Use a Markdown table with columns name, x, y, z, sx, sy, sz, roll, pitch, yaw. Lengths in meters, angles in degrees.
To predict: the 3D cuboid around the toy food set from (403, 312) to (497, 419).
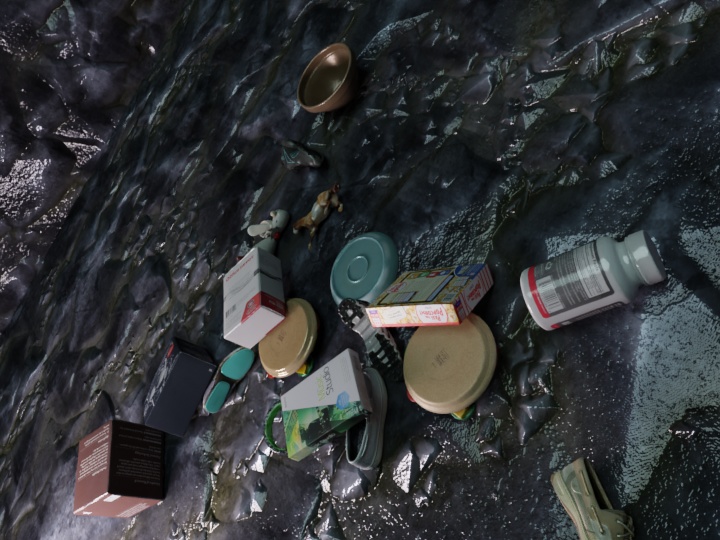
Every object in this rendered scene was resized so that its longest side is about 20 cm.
| name | x | y | z | sx | sy | sz | roll | pitch | yaw |
| --- | --- | --- | --- | --- | --- | --- | --- | --- | --- |
| toy food set | 0.160 | 0.167 | 1.119 | 0.200 | 0.049 | 0.198 | 31 | 90 | 45 |

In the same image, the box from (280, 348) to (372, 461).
| name | x | y | z | sx | sy | sz | roll | pitch | yaw |
| --- | --- | --- | --- | --- | --- | --- | --- | --- | --- |
| box | -0.073 | 0.266 | 1.209 | 0.200 | 0.036 | 0.145 | -39 | 42 | 21 |

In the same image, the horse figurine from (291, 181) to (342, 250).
| name | x | y | z | sx | sy | sz | roll | pitch | yaw |
| --- | --- | --- | --- | --- | --- | --- | --- | --- | --- |
| horse figurine | -0.100 | -0.145 | 1.526 | 0.200 | 0.050 | 0.133 | -52 | 26 | 22 |

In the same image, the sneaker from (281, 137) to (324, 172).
| name | x | y | z | sx | sy | sz | roll | pitch | yaw |
| --- | --- | --- | --- | --- | --- | --- | --- | --- | --- |
| sneaker | -0.162 | -0.304 | 1.671 | 0.200 | 0.075 | 0.080 | 37 | 110 | 53 |

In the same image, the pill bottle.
| name | x | y | z | sx | sy | sz | roll | pitch | yaw |
| --- | --- | --- | --- | --- | --- | --- | --- | --- | --- |
| pill bottle | 0.368 | 0.013 | 0.968 | 0.200 | 0.111 | 0.111 | -26 | 54 | 32 |

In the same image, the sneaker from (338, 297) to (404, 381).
| name | x | y | z | sx | sy | sz | roll | pitch | yaw |
| --- | --- | --- | --- | --- | --- | --- | --- | --- | --- |
| sneaker | 0.041 | 0.134 | 1.248 | 0.066 | 0.090 | 0.200 | -47 | 70 | 27 |

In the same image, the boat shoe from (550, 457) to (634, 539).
| name | x | y | z | sx | sy | sz | roll | pitch | yaw |
| --- | --- | --- | --- | --- | --- | --- | --- | --- | --- |
| boat shoe | 0.343 | 0.358 | 0.849 | 0.065 | 0.072 | 0.200 | -44 | 40 | 19 |

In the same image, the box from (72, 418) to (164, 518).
| name | x | y | z | sx | sy | sz | roll | pitch | yaw |
| --- | --- | --- | --- | --- | --- | --- | --- | --- | --- |
| box | -0.638 | 0.528 | 1.619 | 0.166 | 0.164 | 0.201 | -32 | 51 | 27 |

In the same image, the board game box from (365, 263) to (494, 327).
| name | x | y | z | sx | sy | sz | roll | pitch | yaw |
| --- | --- | --- | --- | --- | --- | --- | --- | --- | --- |
| board game box | 0.131 | 0.048 | 1.159 | 0.199 | 0.046 | 0.151 | -6 | 24 | 42 |

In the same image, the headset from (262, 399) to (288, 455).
| name | x | y | z | sx | sy | sz | roll | pitch | yaw |
| --- | --- | --- | --- | --- | --- | --- | --- | --- | --- |
| headset | -0.124 | 0.316 | 1.292 | 0.199 | 0.094 | 0.124 | -20 | 56 | 16 |

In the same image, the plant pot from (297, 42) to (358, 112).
| name | x | y | z | sx | sy | sz | roll | pitch | yaw |
| --- | --- | --- | --- | --- | --- | --- | --- | --- | --- |
| plant pot | -0.072 | -0.507 | 1.660 | 0.200 | 0.093 | 0.202 | -22 | 55 | 35 |

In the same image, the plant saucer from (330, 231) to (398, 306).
| name | x | y | z | sx | sy | sz | roll | pitch | yaw |
| --- | --- | --- | --- | --- | --- | --- | --- | --- | --- |
| plant saucer | 0.000 | 0.000 | 1.385 | 0.200 | 0.027 | 0.201 | -22 | 55 | 35 |

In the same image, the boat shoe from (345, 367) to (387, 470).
| name | x | y | z | sx | sy | sz | roll | pitch | yaw |
| --- | --- | --- | --- | --- | --- | --- | --- | --- | --- |
| boat shoe | 0.006 | 0.285 | 1.201 | 0.070 | 0.071 | 0.202 | -18 | 58 | 36 |

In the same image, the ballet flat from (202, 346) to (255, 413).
| name | x | y | z | sx | sy | sz | roll | pitch | yaw |
| --- | --- | --- | --- | --- | --- | --- | --- | --- | --- |
| ballet flat | -0.338 | 0.265 | 1.545 | 0.201 | 0.072 | 0.072 | -56 | 43 | 5 |

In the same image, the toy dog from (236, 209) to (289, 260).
| name | x | y | z | sx | sy | sz | roll | pitch | yaw |
| --- | --- | --- | --- | --- | --- | --- | --- | --- | --- |
| toy dog | -0.268 | -0.076 | 1.624 | 0.131 | 0.096 | 0.201 | -10 | 64 | 40 |

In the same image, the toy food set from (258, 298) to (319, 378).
| name | x | y | z | sx | sy | sz | roll | pitch | yaw |
| --- | --- | --- | --- | --- | --- | --- | --- | --- | --- |
| toy food set | -0.172 | 0.162 | 1.449 | 0.199 | 0.049 | 0.199 | 3 | 72 | 44 |

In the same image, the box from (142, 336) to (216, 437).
| name | x | y | z | sx | sy | sz | roll | pitch | yaw |
| --- | --- | --- | --- | --- | --- | --- | --- | --- | --- |
| box | -0.476 | 0.297 | 1.588 | 0.201 | 0.104 | 0.182 | -65 | 24 | -4 |

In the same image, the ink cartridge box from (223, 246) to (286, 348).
| name | x | y | z | sx | sy | sz | roll | pitch | yaw |
| --- | --- | --- | --- | --- | --- | --- | --- | --- | --- |
| ink cartridge box | -0.263 | 0.065 | 1.496 | 0.147 | 0.083 | 0.201 | -39 | 40 | 26 |
